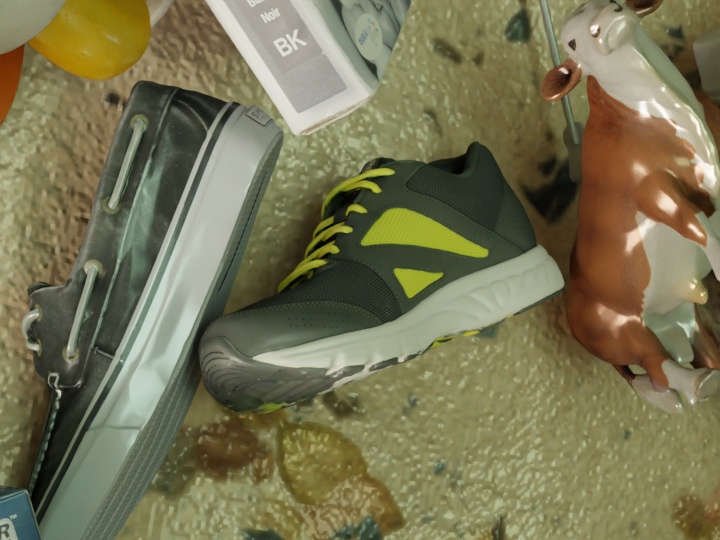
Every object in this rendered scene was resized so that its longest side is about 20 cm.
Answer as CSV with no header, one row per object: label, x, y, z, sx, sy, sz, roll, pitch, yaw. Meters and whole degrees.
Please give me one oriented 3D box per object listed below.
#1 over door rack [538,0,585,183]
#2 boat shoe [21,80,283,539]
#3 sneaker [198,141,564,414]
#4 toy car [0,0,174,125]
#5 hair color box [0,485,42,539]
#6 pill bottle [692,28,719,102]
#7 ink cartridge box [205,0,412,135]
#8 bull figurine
over door rack,0.120,-0.137,0.840,0.067,0.148,0.200,-29,102,-46
boat shoe,-0.097,0.022,0.770,0.071,0.072,0.200,23,88,7
sneaker,0.000,0.000,0.814,0.200,0.074,0.085,-18,85,-49
toy car,-0.166,-0.138,0.696,0.150,0.175,0.200,-30,89,15
hair color box,-0.135,0.180,0.720,0.060,0.100,0.200,-20,98,-29
pill bottle,0.224,-0.024,0.919,0.112,0.112,0.200,-23,98,-28
ink cartridge box,-0.046,-0.174,0.745,0.200,0.043,0.198,55,23,-17
bull figurine,0.129,-0.024,0.828,0.065,0.121,0.200,-26,138,-20
